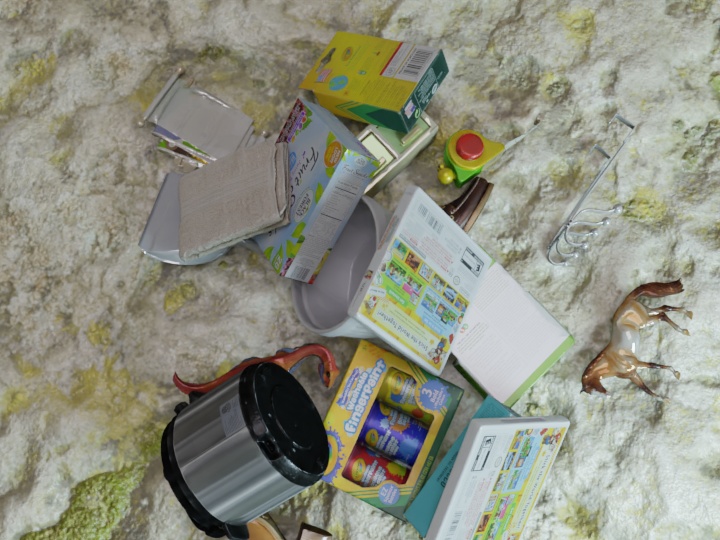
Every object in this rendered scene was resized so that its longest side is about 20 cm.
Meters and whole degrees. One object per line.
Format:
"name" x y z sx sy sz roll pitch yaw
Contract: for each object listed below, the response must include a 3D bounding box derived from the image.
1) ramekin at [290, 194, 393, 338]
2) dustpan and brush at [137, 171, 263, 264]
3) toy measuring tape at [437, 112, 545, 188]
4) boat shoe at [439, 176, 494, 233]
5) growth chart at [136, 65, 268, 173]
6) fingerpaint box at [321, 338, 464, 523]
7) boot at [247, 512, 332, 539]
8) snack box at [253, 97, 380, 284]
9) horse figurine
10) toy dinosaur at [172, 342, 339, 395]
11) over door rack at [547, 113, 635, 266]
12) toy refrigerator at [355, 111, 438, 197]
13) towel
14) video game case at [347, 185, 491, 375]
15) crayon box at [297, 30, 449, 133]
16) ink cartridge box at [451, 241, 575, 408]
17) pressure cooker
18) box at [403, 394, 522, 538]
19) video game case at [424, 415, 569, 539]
"ramekin" 0.000 0.000 1.191 0.104 0.199 0.203 16 77 -36
"dustpan and brush" -0.214 -0.059 1.275 0.197 0.057 0.141 13 68 8
"toy measuring tape" 0.189 -0.199 1.294 0.199 0.074 0.074 -37 82 -14
"boat shoe" 0.124 -0.060 1.262 0.070 0.070 0.201 33 81 1
"growth chart" -0.243 -0.212 1.301 0.199 0.018 0.145 35 69 5
"fingerpaint box" 0.032 0.226 1.207 0.165 0.073 0.202 26 80 4
"boot" -0.148 0.414 1.179 0.197 0.077 0.157 20 84 -4
"snack box" -0.077 -0.112 1.190 0.202 0.067 0.169 -60 41 20
"horse figurine" 0.408 0.102 1.242 0.131 0.050 0.203 16 88 13
"toy dinosaur" -0.124 0.153 1.177 0.181 0.198 0.106 -37 61 37
"over door rack" 0.343 -0.107 1.234 0.066 0.148 0.202 24 81 6
"toy refrigerator" 0.020 -0.169 1.282 0.200 0.070 0.076 -42 82 -8
"towel" -0.181 -0.099 1.193 0.198 0.034 0.134 -19 62 27
"video game case" 0.084 0.018 1.120 0.023 0.200 0.184 14 73 44
"crayon box" 0.018 -0.287 1.276 0.198 0.051 0.128 22 69 33
"ink cartridge box" 0.187 0.083 1.235 0.148 0.076 0.200 -43 81 -7
"pressure cooker" -0.162 0.233 1.103 0.199 0.176 0.179 -33 106 16
"box" 0.150 0.273 1.148 0.201 0.082 0.049 -55 43 2
"video game case" 0.181 0.285 1.129 0.180 0.023 0.203 6 110 -38
